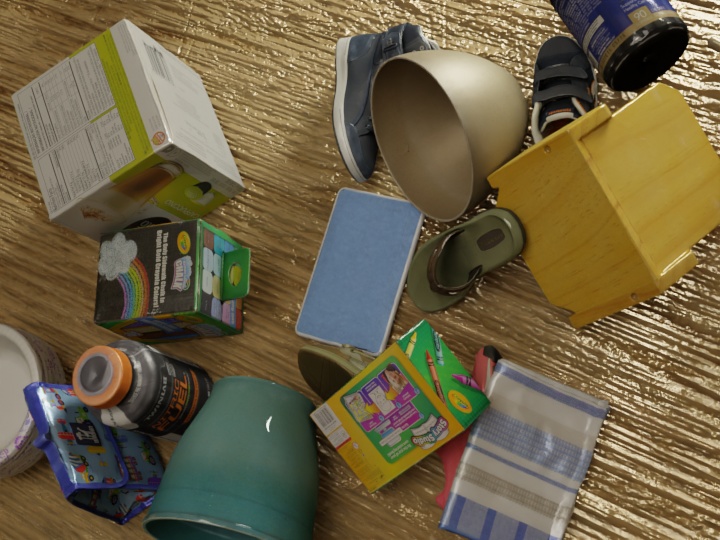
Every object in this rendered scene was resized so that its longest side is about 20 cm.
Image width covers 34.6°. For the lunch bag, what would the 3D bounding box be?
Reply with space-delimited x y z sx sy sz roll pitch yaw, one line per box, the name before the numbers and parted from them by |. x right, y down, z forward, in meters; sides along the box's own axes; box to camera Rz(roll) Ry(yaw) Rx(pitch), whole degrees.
lunch bag | -0.343 0.222 1.437 0.094 0.200 0.152 -34 66 11

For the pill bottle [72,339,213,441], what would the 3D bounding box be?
pill bottle | -0.270 0.147 1.428 0.105 0.200 0.108 -6 73 21

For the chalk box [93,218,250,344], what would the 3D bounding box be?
chalk box | -0.224 0.015 1.490 0.197 0.124 0.127 -6 72 20

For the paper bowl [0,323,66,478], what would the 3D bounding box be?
paper bowl | -0.486 0.179 1.564 0.198 0.104 0.204 -7 72 21

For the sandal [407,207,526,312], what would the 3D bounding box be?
sandal | 0.110 -0.011 1.340 0.080 0.057 0.201 52 140 3

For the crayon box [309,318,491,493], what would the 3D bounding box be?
crayon box | 0.041 0.156 1.296 0.119 0.058 0.200 51 136 4

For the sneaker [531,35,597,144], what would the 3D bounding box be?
sneaker | 0.243 -0.200 1.377 0.077 0.079 0.203 -12 70 20

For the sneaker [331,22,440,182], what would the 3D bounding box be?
sneaker | 0.041 -0.220 1.468 0.144 0.077 0.205 -9 71 23

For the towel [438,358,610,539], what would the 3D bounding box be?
towel | 0.182 0.212 1.269 0.145 0.024 0.202 24 80 -10

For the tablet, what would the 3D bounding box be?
tablet | 0.000 0.000 1.459 0.129 0.014 0.203 13 80 26

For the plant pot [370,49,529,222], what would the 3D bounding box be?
plant pot | 0.122 -0.176 1.378 0.133 0.201 0.201 -24 61 -25

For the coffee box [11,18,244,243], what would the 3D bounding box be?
coffee box | -0.306 -0.166 1.532 0.196 0.199 0.202 -30 67 13

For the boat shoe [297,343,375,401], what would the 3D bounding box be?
boat shoe | 0.014 0.134 1.393 0.199 0.063 0.074 18 126 30

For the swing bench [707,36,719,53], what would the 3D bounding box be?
swing bench | 0.468 -0.254 1.228 0.129 0.199 0.201 -38 65 8

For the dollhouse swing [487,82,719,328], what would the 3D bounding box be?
dollhouse swing | 0.287 -0.082 1.305 0.181 0.175 0.201 -29 96 46

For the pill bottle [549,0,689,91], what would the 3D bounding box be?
pill bottle | 0.291 -0.320 1.370 0.111 0.112 0.201 -33 66 11

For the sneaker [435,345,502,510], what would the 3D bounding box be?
sneaker | 0.123 0.184 1.321 0.086 0.074 0.203 -1 75 24

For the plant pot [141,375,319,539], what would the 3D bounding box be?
plant pot | -0.133 0.235 1.358 0.197 0.200 0.190 3 62 23
